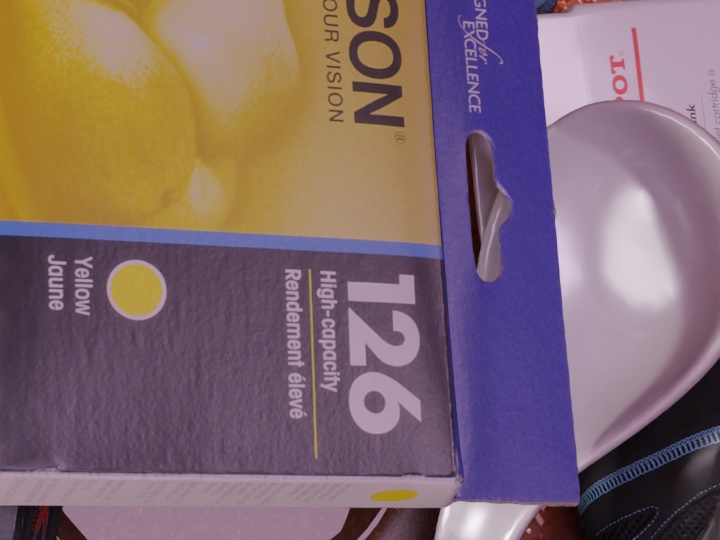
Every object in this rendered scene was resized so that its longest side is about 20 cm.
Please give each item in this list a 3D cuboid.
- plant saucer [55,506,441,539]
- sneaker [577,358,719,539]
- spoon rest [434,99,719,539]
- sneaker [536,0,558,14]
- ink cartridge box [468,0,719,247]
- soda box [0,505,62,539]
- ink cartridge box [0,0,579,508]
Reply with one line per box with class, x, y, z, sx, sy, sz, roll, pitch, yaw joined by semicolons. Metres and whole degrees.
plant saucer;-0.051;0.045;0.800;0.200;0.037;0.201;0;86;-3
sneaker;0.110;0.106;0.827;0.073;0.082;0.200;-4;124;-49
spoon rest;0.069;0.042;0.771;0.061;0.099;0.201;-1;112;-54
sneaker;0.038;-0.129;0.839;0.200;0.079;0.096;-26;94;-16
ink cartridge box;0.125;-0.040;0.861;0.199;0.067;0.117;-5;87;-17
soda box;-0.127;0.053;0.740;0.063;0.071;0.201;10;84;5
ink cartridge box;-0.023;-0.028;0.711;0.199;0.047;0.198;2;73;-19
